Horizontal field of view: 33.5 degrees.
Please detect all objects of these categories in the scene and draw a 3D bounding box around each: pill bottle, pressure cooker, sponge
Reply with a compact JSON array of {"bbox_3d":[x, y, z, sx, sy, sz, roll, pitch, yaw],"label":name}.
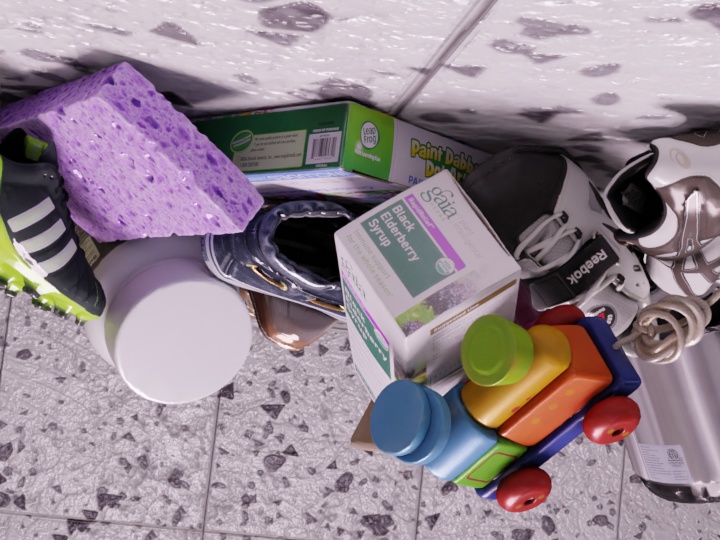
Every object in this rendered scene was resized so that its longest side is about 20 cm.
[{"bbox_3d":[-0.154,0.006,0.866,0.113,0.114,0.200,10,-160,-30],"label":"pill bottle"},{"bbox_3d":[0.271,0.059,0.927,0.175,0.201,0.179,-18,-173,18],"label":"pressure cooker"},{"bbox_3d":[-0.151,-0.064,0.718,0.112,0.030,0.200,44,155,-27],"label":"sponge"}]

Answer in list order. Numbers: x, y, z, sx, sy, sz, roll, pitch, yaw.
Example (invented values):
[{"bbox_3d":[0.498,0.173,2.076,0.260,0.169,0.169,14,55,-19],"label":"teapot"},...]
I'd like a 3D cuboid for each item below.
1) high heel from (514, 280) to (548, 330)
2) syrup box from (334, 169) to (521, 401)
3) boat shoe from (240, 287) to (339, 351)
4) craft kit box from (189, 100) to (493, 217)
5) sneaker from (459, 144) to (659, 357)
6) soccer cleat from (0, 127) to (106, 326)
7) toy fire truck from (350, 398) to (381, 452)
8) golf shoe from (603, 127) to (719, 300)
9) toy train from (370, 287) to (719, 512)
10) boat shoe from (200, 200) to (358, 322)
[{"bbox_3d":[0.142,0.083,0.838,0.067,0.096,0.200,-22,145,2],"label":"high heel"},{"bbox_3d":[0.041,0.033,0.739,0.081,0.079,0.200,-30,155,-11],"label":"syrup box"},{"bbox_3d":[-0.056,0.010,0.904,0.076,0.072,0.200,30,-158,-14],"label":"boat shoe"},{"bbox_3d":[-0.016,-0.060,0.786,0.200,0.049,0.197,1,169,42],"label":"craft kit box"},{"bbox_3d":[0.135,-0.006,0.737,0.074,0.089,0.200,-39,138,18],"label":"sneaker"},{"bbox_3d":[-0.195,-0.031,0.706,0.067,0.081,0.200,20,161,24],"label":"soccer cleat"},{"bbox_3d":[0.076,0.052,0.974,0.176,0.201,0.128,1,172,43],"label":"toy fire truck"},{"bbox_3d":[0.181,-0.037,0.681,0.094,0.078,0.200,9,163,0],"label":"golf shoe"},{"bbox_3d":[0.104,0.048,0.659,0.116,0.085,0.200,18,126,-44],"label":"toy train"},{"bbox_3d":[0.000,0.000,0.790,0.200,0.071,0.091,11,174,-33],"label":"boat shoe"}]
